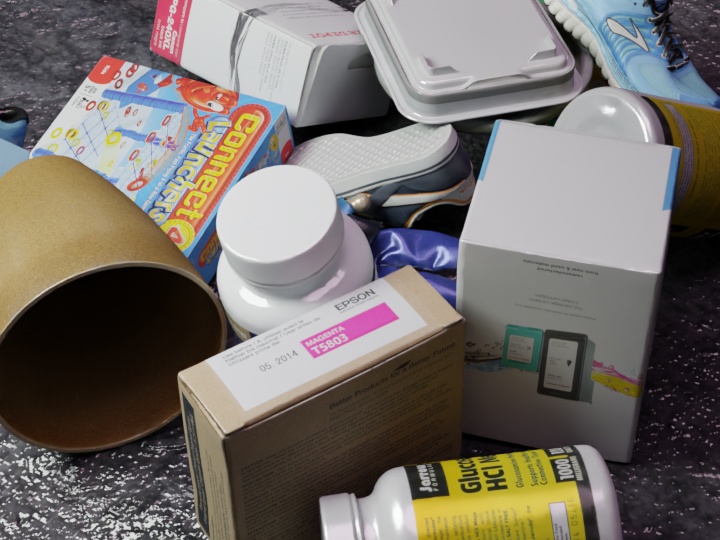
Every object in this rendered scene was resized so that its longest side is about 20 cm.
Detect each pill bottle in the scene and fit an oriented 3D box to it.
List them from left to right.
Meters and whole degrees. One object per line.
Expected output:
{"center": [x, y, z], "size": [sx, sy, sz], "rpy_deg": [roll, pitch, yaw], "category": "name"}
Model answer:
{"center": [-0.043, 0.019, 1.242], "size": [0.118, 0.201, 0.121], "rpy_deg": [-6, 51, 8], "category": "pill bottle"}
{"center": [0.073, 0.186, 1.134], "size": [0.198, 0.113, 0.113], "rpy_deg": [-6, 43, -5], "category": "pill bottle"}
{"center": [0.257, -0.085, 1.368], "size": [0.199, 0.115, 0.114], "rpy_deg": [4, 31, -43], "category": "pill bottle"}

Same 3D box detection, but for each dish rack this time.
{"center": [0.095, -0.211, 1.459], "size": [0.170, 0.044, 0.201], "rpy_deg": [-9, 44, -12], "category": "dish rack"}

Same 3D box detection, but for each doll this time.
{"center": [0.000, 0.000, 1.384], "size": [0.198, 0.049, 0.138], "rpy_deg": [9, 65, 14], "category": "doll"}

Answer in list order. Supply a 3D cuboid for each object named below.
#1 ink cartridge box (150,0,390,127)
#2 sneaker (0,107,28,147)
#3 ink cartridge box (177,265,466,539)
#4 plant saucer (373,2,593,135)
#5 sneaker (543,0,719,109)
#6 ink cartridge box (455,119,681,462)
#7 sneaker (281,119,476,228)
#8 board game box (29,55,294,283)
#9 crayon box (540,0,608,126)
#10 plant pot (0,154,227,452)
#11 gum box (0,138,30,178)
{"center": [-0.077, -0.214, 1.560], "size": [0.199, 0.084, 0.145], "rpy_deg": [31, 27, 30], "category": "ink cartridge box"}
{"center": [-0.376, -0.149, 1.444], "size": [0.078, 0.199, 0.090], "rpy_deg": [33, 93, 42], "category": "sneaker"}
{"center": [-0.025, 0.109, 1.184], "size": [0.199, 0.166, 0.075], "rpy_deg": [-24, 47, -23], "category": "ink cartridge box"}
{"center": [0.111, -0.178, 1.497], "size": [0.198, 0.051, 0.201], "rpy_deg": [0, 45, 0], "category": "plant saucer"}
{"center": [0.250, -0.211, 1.458], "size": [0.200, 0.090, 0.078], "rpy_deg": [49, 37, 10], "category": "sneaker"}
{"center": [0.154, 0.017, 1.250], "size": [0.145, 0.201, 0.147], "rpy_deg": [9, 44, 10], "category": "ink cartridge box"}
{"center": [0.010, -0.075, 1.455], "size": [0.199, 0.080, 0.079], "rpy_deg": [-5, 45, 36], "category": "sneaker"}
{"center": [-0.189, -0.084, 1.456], "size": [0.194, 0.056, 0.201], "rpy_deg": [16, 55, 20], "category": "board game box"}
{"center": [0.207, -0.194, 1.580], "size": [0.118, 0.059, 0.200], "rpy_deg": [-18, 45, -17], "category": "crayon box"}
{"center": [-0.223, 0.006, 1.287], "size": [0.185, 0.188, 0.201], "rpy_deg": [-17, 44, -15], "category": "plant pot"}
{"center": [-0.364, -0.050, 1.317], "size": [0.044, 0.199, 0.172], "rpy_deg": [-15, 62, 39], "category": "gum box"}
